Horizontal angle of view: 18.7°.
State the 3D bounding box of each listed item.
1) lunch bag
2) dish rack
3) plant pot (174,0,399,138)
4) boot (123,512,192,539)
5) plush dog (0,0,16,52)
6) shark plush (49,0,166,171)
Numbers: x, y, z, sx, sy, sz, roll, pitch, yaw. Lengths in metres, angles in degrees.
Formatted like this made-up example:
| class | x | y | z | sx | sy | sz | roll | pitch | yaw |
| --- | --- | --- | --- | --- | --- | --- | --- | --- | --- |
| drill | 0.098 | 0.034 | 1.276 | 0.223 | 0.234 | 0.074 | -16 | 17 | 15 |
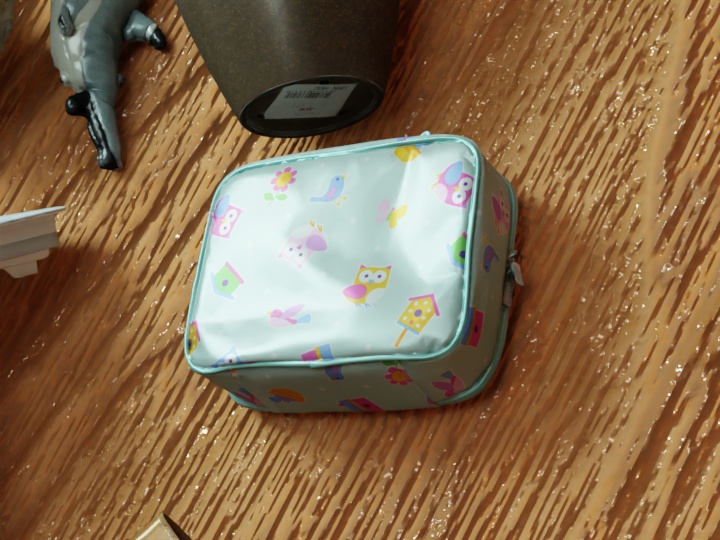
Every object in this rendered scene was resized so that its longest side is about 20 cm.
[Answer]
| class | x | y | z | sx | sy | sz | roll | pitch | yaw |
| --- | --- | --- | --- | --- | --- | --- | --- | --- | --- |
| lunch bag | 0.000 | 0.000 | 1.304 | 0.199 | 0.077 | 0.161 | -5 | 61 | 27 |
| dish rack | -0.301 | 0.001 | 1.410 | 0.171 | 0.199 | 0.044 | -8 | 96 | 39 |
| plant pot | -0.047 | -0.194 | 1.388 | 0.186 | 0.187 | 0.201 | -17 | 70 | 20 |
| boot | -0.164 | 0.196 | 1.239 | 0.200 | 0.077 | 0.155 | 42 | 96 | 1 |
| plush dog | -0.294 | -0.165 | 1.491 | 0.199 | 0.172 | 0.161 | -27 | 70 | -33 |
| shark plush | -0.171 | -0.169 | 1.503 | 0.083 | 0.091 | 0.201 | 0 | 54 | -5 |
